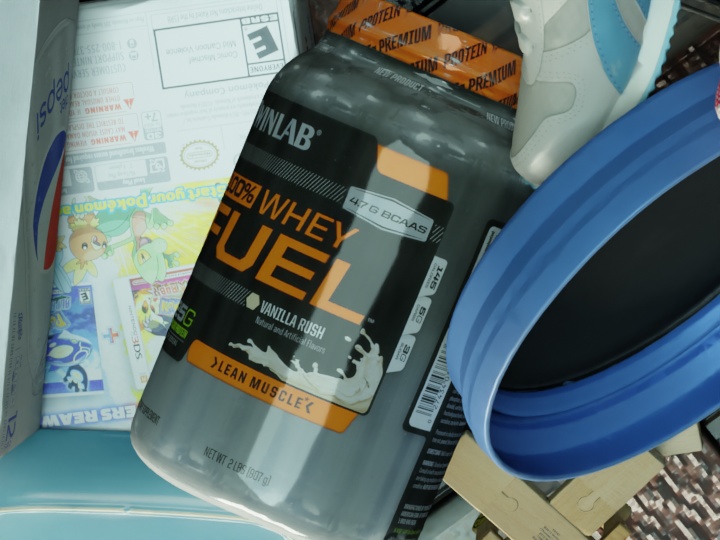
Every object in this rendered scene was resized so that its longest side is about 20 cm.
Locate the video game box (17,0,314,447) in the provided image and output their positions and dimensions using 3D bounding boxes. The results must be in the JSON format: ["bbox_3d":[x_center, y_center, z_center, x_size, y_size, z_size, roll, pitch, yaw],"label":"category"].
[{"bbox_3d":[-0.107,-0.022,1.207,0.200,0.047,0.183,-7,97,9],"label":"video game box"}]

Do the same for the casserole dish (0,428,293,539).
[{"bbox_3d":[-0.094,0.128,1.214,0.200,0.039,0.121,3,119,4],"label":"casserole dish"}]

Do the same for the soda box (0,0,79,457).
[{"bbox_3d":[-0.159,-0.029,1.158,0.068,0.063,0.200,7,100,9],"label":"soda box"}]

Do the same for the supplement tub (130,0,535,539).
[{"bbox_3d":[0.000,0.000,1.117,0.122,0.123,0.200,22,93,4],"label":"supplement tub"}]

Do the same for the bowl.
[{"bbox_3d":[0.118,-0.003,1.070,0.201,0.201,0.039,-44,63,12],"label":"bowl"}]

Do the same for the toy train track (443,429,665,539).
[{"bbox_3d":[0.051,0.135,1.222,0.115,0.033,0.200,42,108,-9],"label":"toy train track"}]

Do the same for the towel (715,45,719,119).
[{"bbox_3d":[0.179,-0.115,1.007,0.030,0.146,0.200,-16,56,43],"label":"towel"}]

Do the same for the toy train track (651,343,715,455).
[{"bbox_3d":[0.111,-0.021,1.176,0.115,0.033,0.200,-10,97,9],"label":"toy train track"}]

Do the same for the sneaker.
[{"bbox_3d":[0.077,-0.122,1.017,0.081,0.077,0.200,10,118,-6],"label":"sneaker"}]

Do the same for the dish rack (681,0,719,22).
[{"bbox_3d":[0.221,-0.128,1.106,0.200,0.055,0.154,24,74,26],"label":"dish rack"}]
